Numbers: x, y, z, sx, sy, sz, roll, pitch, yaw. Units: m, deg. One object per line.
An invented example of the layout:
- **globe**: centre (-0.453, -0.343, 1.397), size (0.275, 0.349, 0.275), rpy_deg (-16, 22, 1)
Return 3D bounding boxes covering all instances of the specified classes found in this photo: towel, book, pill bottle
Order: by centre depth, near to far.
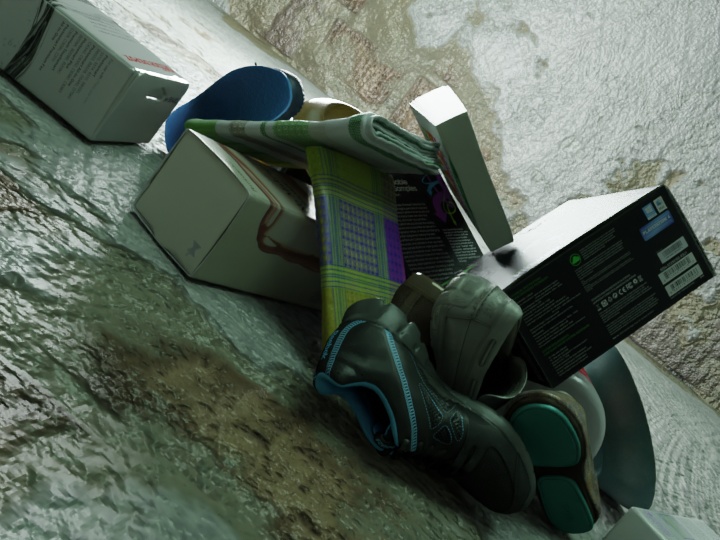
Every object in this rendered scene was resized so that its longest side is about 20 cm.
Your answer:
- **towel**: centre (0.000, 0.000, 0.780), size (0.143, 0.023, 0.202), rpy_deg (14, 67, -58)
- **towel**: centre (-0.041, -0.120, 0.815), size (0.199, 0.031, 0.149), rpy_deg (7, -4, 31)
- **pill bottle**: centre (0.174, 0.122, 0.898), size (0.112, 0.113, 0.200), rpy_deg (37, 12, -4)
- **book**: centre (0.106, -0.111, 0.917), size (0.200, 0.048, 0.134), rpy_deg (-98, 165, -73)

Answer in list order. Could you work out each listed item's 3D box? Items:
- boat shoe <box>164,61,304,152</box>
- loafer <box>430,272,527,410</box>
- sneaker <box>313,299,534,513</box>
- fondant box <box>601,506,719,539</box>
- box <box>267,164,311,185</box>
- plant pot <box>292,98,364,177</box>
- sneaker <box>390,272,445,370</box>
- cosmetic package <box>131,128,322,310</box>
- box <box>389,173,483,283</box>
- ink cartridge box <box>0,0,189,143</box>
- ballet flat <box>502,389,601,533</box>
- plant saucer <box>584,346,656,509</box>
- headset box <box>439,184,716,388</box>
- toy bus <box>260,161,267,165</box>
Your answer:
- **boat shoe**: centre (-0.126, -0.168, 0.935), size (0.199, 0.085, 0.068), rpy_deg (-4, -6, 42)
- **loafer**: centre (0.097, 0.087, 0.712), size (0.069, 0.070, 0.201), rpy_deg (25, -33, 27)
- **sneaker**: centre (0.045, 0.118, 0.656), size (0.200, 0.073, 0.082), rpy_deg (45, 47, -7)
- **fondant box**: centre (0.317, 0.294, 0.812), size (0.199, 0.058, 0.144), rpy_deg (23, 19, -48)
- **box**: centre (-0.054, -0.113, 1.119), size (0.199, 0.104, 0.182), rpy_deg (29, 16, -36)
- **plant pot**: centre (0.004, -0.121, 1.021), size (0.200, 0.027, 0.201), rpy_deg (35, 36, -30)
- **sneaker**: centre (0.059, 0.073, 0.785), size (0.070, 0.076, 0.200), rpy_deg (33, -12, 33)
- **cosmetic package**: centre (-0.087, -0.038, 0.788), size (0.103, 0.087, 0.200), rpy_deg (46, 14, 28)
- **box**: centre (0.069, -0.026, 0.942), size (0.142, 0.036, 0.201), rpy_deg (-5, 64, -46)
- **ink cartridge box**: centre (-0.287, -0.217, 0.873), size (0.200, 0.084, 0.146), rpy_deg (39, 11, 3)
- **ballet flat**: centre (0.160, 0.142, 0.735), size (0.201, 0.068, 0.068), rpy_deg (69, 29, -43)
- **plant saucer**: centre (0.258, 0.166, 0.965), size (0.201, 0.038, 0.203), rpy_deg (169, -90, -85)
- **headset box**: centre (0.181, 0.011, 0.805), size (0.093, 0.173, 0.200), rpy_deg (59, -8, -6)
- **toy bus**: centre (-0.092, -0.064, 0.927), size (0.199, 0.065, 0.078), rpy_deg (27, 17, -43)
